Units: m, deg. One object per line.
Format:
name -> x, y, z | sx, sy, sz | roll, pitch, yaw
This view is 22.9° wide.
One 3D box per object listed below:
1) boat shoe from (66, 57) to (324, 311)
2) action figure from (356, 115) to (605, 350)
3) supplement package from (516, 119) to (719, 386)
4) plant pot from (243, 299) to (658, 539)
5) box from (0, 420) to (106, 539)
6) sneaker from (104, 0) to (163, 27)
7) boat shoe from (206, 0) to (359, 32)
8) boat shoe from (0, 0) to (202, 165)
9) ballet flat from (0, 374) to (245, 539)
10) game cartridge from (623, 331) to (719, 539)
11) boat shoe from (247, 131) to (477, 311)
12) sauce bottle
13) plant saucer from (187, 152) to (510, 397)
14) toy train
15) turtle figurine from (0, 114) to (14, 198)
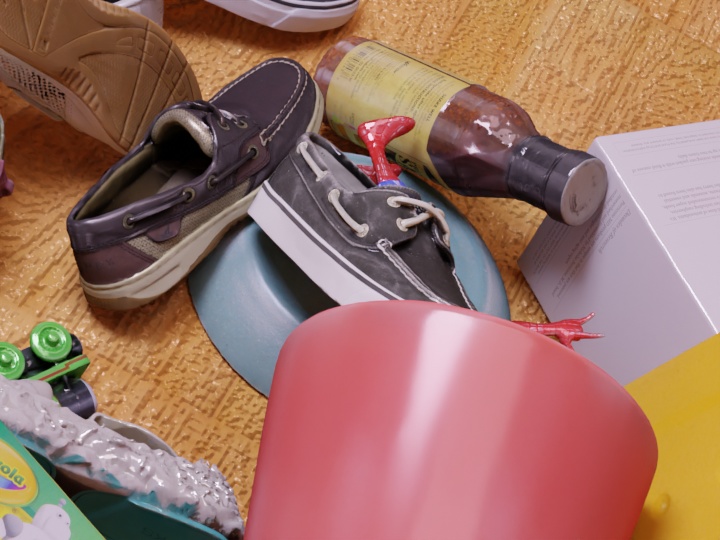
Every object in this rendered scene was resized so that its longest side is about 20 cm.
boat shoe -> -0.088, -0.062, 0.987 | 0.073, 0.065, 0.200 | 13, 48, 31
action figure -> 0.062, 0.007, 0.970 | 0.098, 0.066, 0.201 | -5, 55, -14
supplement package -> 0.201, 0.030, 1.020 | 0.120, 0.120, 0.201 | -9, 57, -31
plant pot -> 0.026, 0.141, 0.823 | 0.199, 0.201, 0.179 | 22, 59, -4
box -> -0.149, 0.144, 0.770 | 0.200, 0.117, 0.048 | 46, 49, 5
sneaker -> -0.206, -0.174, 1.041 | 0.198, 0.087, 0.076 | 10, 51, -13
boat shoe -> -0.072, -0.204, 1.102 | 0.199, 0.071, 0.072 | 10, 36, -39
boat shoe -> -0.163, -0.120, 0.986 | 0.069, 0.200, 0.071 | 10, 71, 37
ballet flat -> -0.144, 0.091, 0.852 | 0.199, 0.072, 0.072 | 29, 44, -26
game cartridge -> 0.159, 0.123, 0.881 | 0.032, 0.200, 0.178 | 31, 44, -26
boat shoe -> 0.010, -0.013, 0.910 | 0.070, 0.064, 0.200 | 24, 11, -44
sauce bottle -> 0.055, -0.080, 1.037 | 0.066, 0.067, 0.199 | -23, 37, -35
plant saucer -> 0.000, 0.000, 1.019 | 0.198, 0.036, 0.201 | 11, 49, -13
toy train -> -0.212, 0.083, 0.863 | 0.199, 0.042, 0.057 | -24, 75, -35
turtle figurine -> -0.228, -0.055, 0.914 | 0.100, 0.149, 0.202 | 20, 54, -30
